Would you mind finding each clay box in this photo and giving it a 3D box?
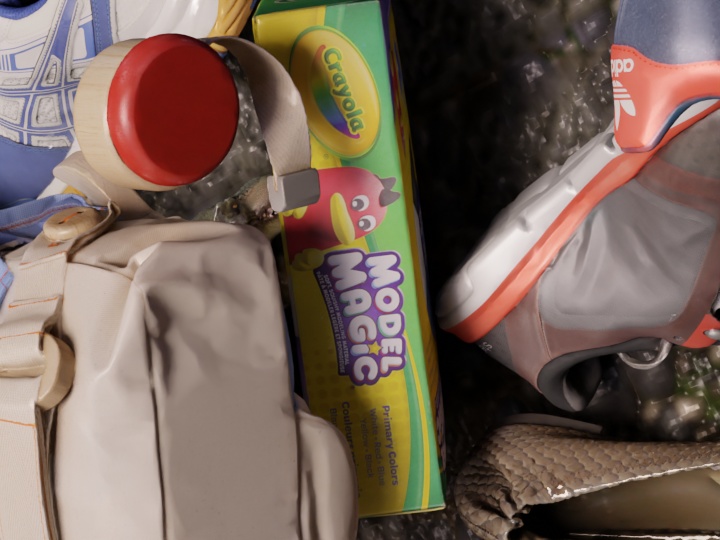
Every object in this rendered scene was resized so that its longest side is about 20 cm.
[{"bbox_3d":[0.000,0.000,0.882,0.047,0.115,0.200,-8,103,3],"label":"clay box"}]

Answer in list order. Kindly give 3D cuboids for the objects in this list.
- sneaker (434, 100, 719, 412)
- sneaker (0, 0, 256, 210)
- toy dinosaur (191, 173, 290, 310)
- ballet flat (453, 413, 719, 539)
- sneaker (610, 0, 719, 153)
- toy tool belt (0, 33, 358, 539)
[{"bbox_3d":[0.110,-0.020,0.834,0.082,0.077,0.200,45,134,-4],"label":"sneaker"},{"bbox_3d":[-0.111,-0.087,0.933,0.088,0.075,0.200,31,141,-15],"label":"sneaker"},{"bbox_3d":[-0.054,0.064,0.940,0.088,0.200,0.047,33,150,-20],"label":"toy dinosaur"},{"bbox_3d":[0.122,0.080,0.843,0.200,0.046,0.067,2,122,27],"label":"ballet flat"},{"bbox_3d":[0.165,-0.040,0.725,0.200,0.075,0.085,16,93,-2],"label":"sneaker"},{"bbox_3d":[-0.084,0.023,0.816,0.123,0.125,0.200,6,108,49],"label":"toy tool belt"}]
